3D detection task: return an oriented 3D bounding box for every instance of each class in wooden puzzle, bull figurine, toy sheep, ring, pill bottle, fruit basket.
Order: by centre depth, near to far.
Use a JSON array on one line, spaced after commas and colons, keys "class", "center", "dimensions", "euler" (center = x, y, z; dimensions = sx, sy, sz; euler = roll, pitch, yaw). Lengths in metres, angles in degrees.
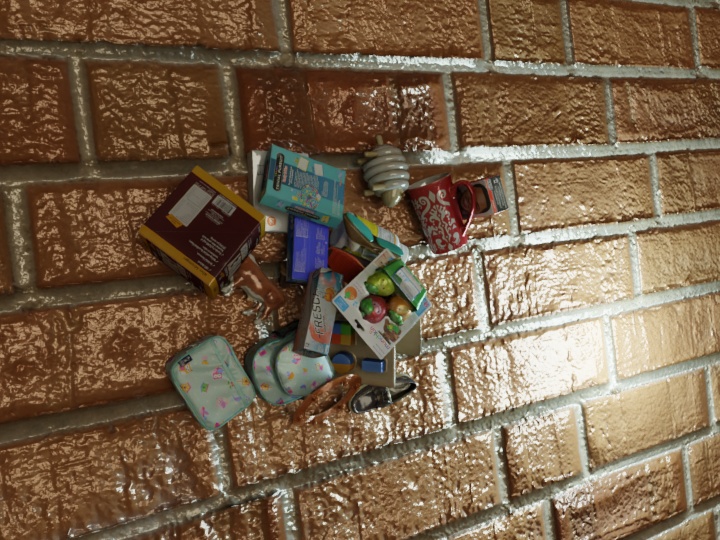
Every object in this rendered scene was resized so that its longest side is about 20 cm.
[{"class": "fruit basket", "center": [0.058, 0.075, 1.481], "dimensions": [0.200, 0.094, 0.186], "euler": [-43, 98, -30]}, {"class": "bull figurine", "center": [-0.271, 0.034, 1.521], "dimensions": [0.200, 0.065, 0.122], "euler": [47, 73, -16]}, {"class": "ring", "center": [-0.079, 0.327, 1.553], "dimensions": [0.199, 0.201, 0.019], "euler": [-22, 60, -26]}, {"class": "wooden puzzle", "center": [-0.003, 0.199, 1.581], "dimensions": [0.046, 0.184, 0.202], "euler": [-31, 121, -65]}, {"class": "pill bottle", "center": [0.025, -0.068, 1.652], "dimensions": [0.199, 0.109, 0.110], "euler": [25, 77, -24]}, {"class": "toy sheep", "center": [0.066, -0.267, 1.672], "dimensions": [0.137, 0.138, 0.202], "euler": [-8, 85, -27]}]

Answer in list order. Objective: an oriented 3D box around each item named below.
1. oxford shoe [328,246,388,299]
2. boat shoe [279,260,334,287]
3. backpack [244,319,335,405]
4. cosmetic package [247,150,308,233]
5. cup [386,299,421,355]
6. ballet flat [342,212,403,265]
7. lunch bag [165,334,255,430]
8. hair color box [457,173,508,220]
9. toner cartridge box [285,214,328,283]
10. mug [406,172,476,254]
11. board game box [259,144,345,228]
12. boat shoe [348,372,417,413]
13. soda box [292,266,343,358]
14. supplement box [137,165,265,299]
[{"class": "oxford shoe", "center": [0.000, 0.000, 1.589], "dimensions": [0.199, 0.071, 0.073], "euler": [35, 29, -1]}, {"class": "boat shoe", "center": [-0.117, 0.013, 1.608], "dimensions": [0.199, 0.072, 0.072], "euler": [-5, 120, -34]}, {"class": "backpack", "center": [-0.174, 0.232, 1.518], "dimensions": [0.199, 0.153, 0.177], "euler": [-24, 102, -17]}, {"class": "cosmetic package", "center": [-0.204, -0.195, 1.572], "dimensions": [0.150, 0.052, 0.202], "euler": [-2, 89, -25]}, {"class": "cup", "center": [0.077, 0.129, 1.643], "dimensions": [0.142, 0.200, 0.202], "euler": [-4, 90, -2]}, {"class": "ballet flat", "center": [0.017, -0.066, 1.562], "dimensions": [0.199, 0.068, 0.072], "euler": [32, 117, -29]}, {"class": "lunch bag", "center": [-0.347, 0.255, 1.465], "dimensions": [0.160, 0.077, 0.201], "euler": [-33, 103, -24]}, {"class": "hair color box", "center": [0.314, -0.199, 1.754], "dimensions": [0.061, 0.200, 0.102], "euler": [-21, 97, -30]}, {"class": "toner cartridge box", "center": [-0.129, -0.070, 1.540], "dimensions": [0.094, 0.043, 0.202], "euler": [8, 77, -26]}, {"class": "mug", "center": [0.230, -0.156, 1.731], "dimensions": [0.133, 0.177, 0.201], "euler": [-27, 105, -28]}, {"class": "board game box", "center": [-0.137, -0.203, 1.517], "dimensions": [0.199, 0.047, 0.152], "euler": [17, 56, -22]}, {"class": "boat shoe", "center": [0.062, 0.331, 1.681], "dimensions": [0.199, 0.065, 0.072], "euler": [-16, 97, -26]}, {"class": "soda box", "center": [-0.098, 0.099, 1.456], "dimensions": [0.063, 0.068, 0.201], "euler": [20, 68, -25]}, {"class": "supplement box", "center": [-0.350, -0.082, 1.411], "dimensions": [0.197, 0.133, 0.200], "euler": [36, 72, 1]}]
